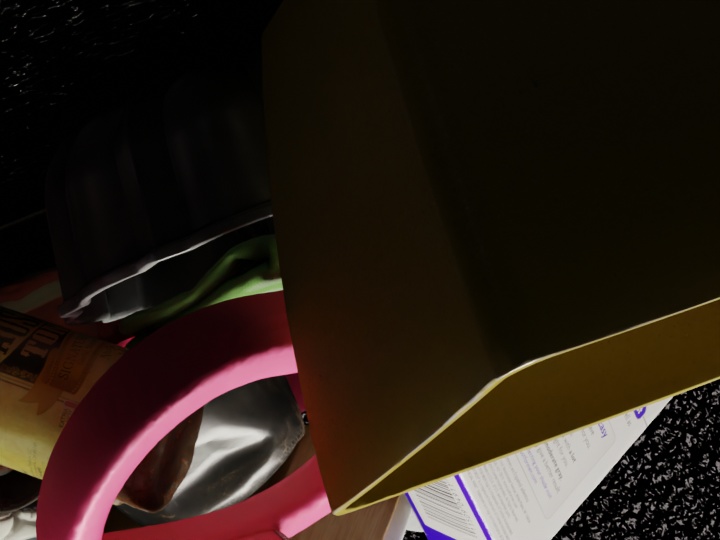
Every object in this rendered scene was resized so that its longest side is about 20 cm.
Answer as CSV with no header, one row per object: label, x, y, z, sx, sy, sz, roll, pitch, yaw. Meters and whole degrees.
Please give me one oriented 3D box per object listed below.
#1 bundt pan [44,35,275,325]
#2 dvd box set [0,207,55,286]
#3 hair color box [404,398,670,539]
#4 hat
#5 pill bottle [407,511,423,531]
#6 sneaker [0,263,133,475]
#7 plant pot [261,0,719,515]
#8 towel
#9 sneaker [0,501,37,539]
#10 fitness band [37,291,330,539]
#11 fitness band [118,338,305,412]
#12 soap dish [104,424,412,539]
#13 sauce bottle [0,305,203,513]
bundt pan,-0.042,-0.046,1.100,0.202,0.076,0.202,-20,175,-2
dvd box set,-0.122,-0.014,1.354,0.146,0.029,0.200,-22,174,9
hair color box,0.096,0.039,1.294,0.065,0.109,0.200,20,-123,44
hat,-0.079,0.072,1.251,0.201,0.081,0.201,-39,-172,6
pill bottle,0.070,0.045,1.403,0.110,0.110,0.200,-27,-168,48
sneaker,-0.168,0.052,1.238,0.200,0.087,0.074,-14,171,-47
plant pot,0.072,-0.047,0.935,0.200,0.177,0.200,-17,168,-22
towel,0.011,-0.013,1.121,0.200,0.031,0.149,-14,170,-34
sneaker,-0.207,0.147,1.245,0.077,0.080,0.200,5,-179,32
fitness band,-0.045,0.071,1.046,0.200,0.037,0.144,-8,136,-50
fitness band,-0.075,0.043,1.422,0.143,0.037,0.200,-3,-164,8
soap dish,-0.080,0.157,1.326,0.200,0.081,0.157,-12,-135,44
sauce bottle,-0.166,0.043,1.116,0.200,0.066,0.066,18,-179,10
